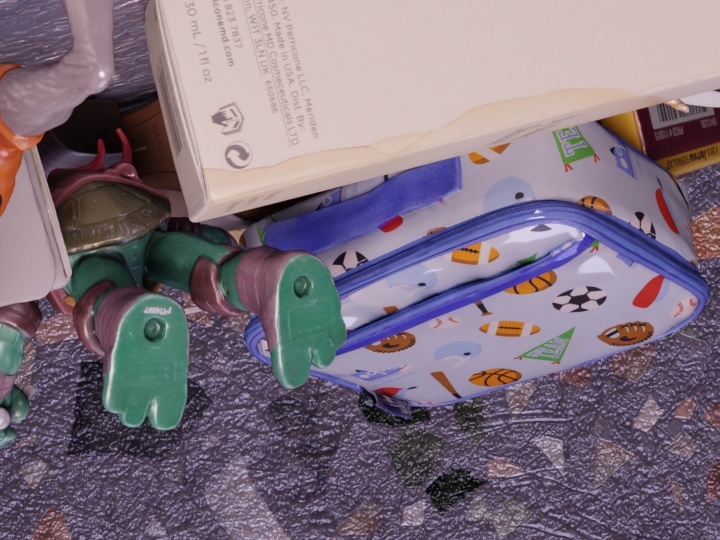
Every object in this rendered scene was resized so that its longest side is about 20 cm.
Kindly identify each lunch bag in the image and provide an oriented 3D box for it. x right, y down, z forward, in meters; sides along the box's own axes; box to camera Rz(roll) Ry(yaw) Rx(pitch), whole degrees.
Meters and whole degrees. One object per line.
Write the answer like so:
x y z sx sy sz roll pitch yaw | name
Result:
0.044 0.001 0.714 0.199 0.076 0.160 -24 150 34 | lunch bag

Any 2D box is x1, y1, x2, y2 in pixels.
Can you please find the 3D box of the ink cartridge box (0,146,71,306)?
-0.222 -0.003 0.573 0.144 0.085 0.199 -17 -177 -43 | ink cartridge box

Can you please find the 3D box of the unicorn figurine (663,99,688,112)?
0.006 -0.078 0.620 0.137 0.074 0.200 -27 -159 -23 | unicorn figurine

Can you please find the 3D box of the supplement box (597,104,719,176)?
0.073 -0.078 0.821 0.199 0.104 0.131 -14 -178 31 | supplement box

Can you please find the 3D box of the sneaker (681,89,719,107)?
0.159 -0.115 0.683 0.199 0.076 0.087 -16 176 -38 | sneaker

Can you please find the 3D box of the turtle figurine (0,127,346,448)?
-0.101 0.009 0.626 0.149 0.101 0.199 -35 -154 -25 | turtle figurine

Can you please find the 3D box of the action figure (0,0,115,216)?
-0.151 0.017 0.396 0.199 0.105 0.194 -31 158 -38 | action figure

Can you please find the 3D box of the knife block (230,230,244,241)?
-0.051 -0.051 1.054 0.175 0.065 0.199 6 166 -45 | knife block

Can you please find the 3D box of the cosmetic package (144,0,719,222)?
0.034 -0.076 0.508 0.198 0.074 0.104 -14 -179 -8 | cosmetic package

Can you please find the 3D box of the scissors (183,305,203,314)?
0.000 0.000 0.868 0.198 0.014 0.073 -15 -177 13 | scissors

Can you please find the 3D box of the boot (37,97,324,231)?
-0.113 -0.034 0.783 0.198 0.071 0.146 8 153 -32 | boot
